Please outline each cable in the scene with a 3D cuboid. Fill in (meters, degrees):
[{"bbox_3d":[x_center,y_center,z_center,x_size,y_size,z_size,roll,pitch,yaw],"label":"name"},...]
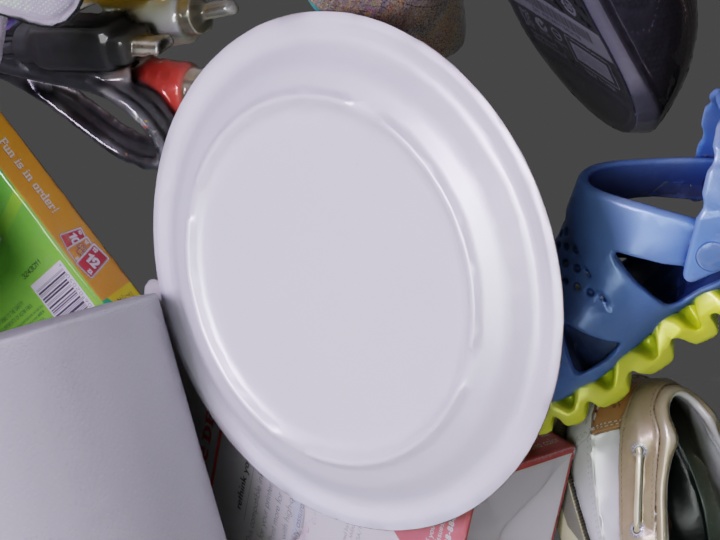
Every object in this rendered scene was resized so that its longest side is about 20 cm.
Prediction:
[{"bbox_3d":[-0.137,-0.099,1.066,0.199,0.050,0.098,9,125,36],"label":"cable"}]

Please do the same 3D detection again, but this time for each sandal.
[{"bbox_3d":[0.105,-0.007,0.931,0.199,0.080,0.087,-29,117,17],"label":"sandal"}]

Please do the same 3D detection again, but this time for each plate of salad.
[{"bbox_3d":[0.000,0.000,0.925,0.199,0.048,0.202,12,109,37],"label":"plate of salad"}]

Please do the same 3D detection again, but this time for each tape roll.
[{"bbox_3d":[-0.159,0.101,0.978,0.201,0.202,0.140,-15,92,29],"label":"tape roll"}]

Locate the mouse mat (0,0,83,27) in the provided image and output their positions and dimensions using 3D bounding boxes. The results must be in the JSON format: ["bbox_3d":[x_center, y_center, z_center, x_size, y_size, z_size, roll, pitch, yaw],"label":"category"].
[{"bbox_3d":[-0.153,-0.205,0.895,0.160,0.008,0.202,16,96,9],"label":"mouse mat"}]

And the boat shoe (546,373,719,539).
[{"bbox_3d":[0.136,0.139,0.974,0.068,0.075,0.201,-17,99,52],"label":"boat shoe"}]

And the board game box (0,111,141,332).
[{"bbox_3d":[-0.184,-0.038,1.089,0.200,0.030,0.095,51,136,-3],"label":"board game box"}]

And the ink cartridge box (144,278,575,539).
[{"bbox_3d":[-0.013,0.086,1.021,0.199,0.067,0.117,30,119,36],"label":"ink cartridge box"}]

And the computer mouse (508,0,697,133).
[{"bbox_3d":[0.081,-0.132,0.887,0.138,0.053,0.200,41,167,43],"label":"computer mouse"}]

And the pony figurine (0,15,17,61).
[{"bbox_3d":[-0.134,-0.190,0.955,0.200,0.166,0.193,-47,52,5],"label":"pony figurine"}]

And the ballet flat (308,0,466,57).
[{"bbox_3d":[-0.009,-0.133,0.901,0.067,0.199,0.069,-30,58,33],"label":"ballet flat"}]
